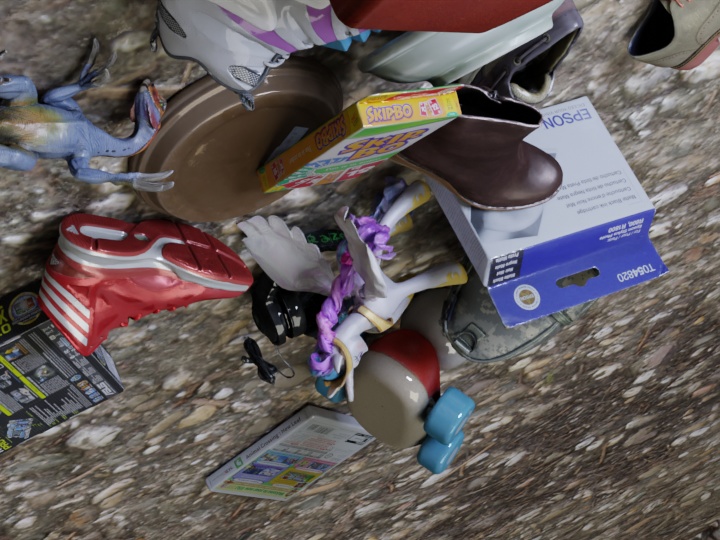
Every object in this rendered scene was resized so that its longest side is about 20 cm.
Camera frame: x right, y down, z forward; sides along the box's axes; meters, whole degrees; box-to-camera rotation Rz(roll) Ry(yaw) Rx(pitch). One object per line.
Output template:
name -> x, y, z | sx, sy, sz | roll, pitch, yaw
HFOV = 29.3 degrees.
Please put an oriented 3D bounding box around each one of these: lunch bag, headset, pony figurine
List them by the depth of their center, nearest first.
pony figurine -> 0.000, 0.000, 1.320 | 0.200, 0.166, 0.194 | -44, 121, -33
headset -> -0.069, 0.035, 1.444 | 0.123, 0.094, 0.201 | -1, 128, -37
lunch bag -> 0.173, 0.017, 1.482 | 0.168, 0.139, 0.200 | -47, 173, 14

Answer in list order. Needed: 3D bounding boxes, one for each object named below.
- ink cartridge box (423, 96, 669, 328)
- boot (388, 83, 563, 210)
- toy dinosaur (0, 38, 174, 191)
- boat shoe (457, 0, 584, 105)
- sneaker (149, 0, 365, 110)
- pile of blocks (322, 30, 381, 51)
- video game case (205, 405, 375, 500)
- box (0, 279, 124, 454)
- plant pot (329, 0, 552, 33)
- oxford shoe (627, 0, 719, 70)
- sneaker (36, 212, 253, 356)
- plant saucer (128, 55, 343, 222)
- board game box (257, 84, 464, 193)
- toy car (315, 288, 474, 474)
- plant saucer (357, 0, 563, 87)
ink cartridge box -> 0.182, -0.062, 1.338 | 0.198, 0.201, 0.041 | -17, 156, -23
boot -> 0.122, -0.107, 1.214 | 0.198, 0.073, 0.166 | 12, 169, -20
toy dinosaur -> -0.230, -0.116, 1.017 | 0.198, 0.106, 0.181 | 4, 177, 19
boat shoe -> 0.142, -0.177, 1.243 | 0.071, 0.065, 0.200 | -16, 153, -30
sneaker -> -0.053, -0.170, 0.980 | 0.198, 0.078, 0.141 | 10, 129, -11
pile of blocks -> 0.007, -0.219, 1.012 | 0.199, 0.082, 0.062 | -31, 149, 3
video game case -> -0.086, 0.248, 1.848 | 0.182, 0.022, 0.200 | -37, 154, 16
box -> -0.330, 0.099, 1.304 | 0.159, 0.044, 0.200 | -27, 154, -2
plant pot -> 0.057, -0.259, 0.875 | 0.199, 0.201, 0.176 | -6, 154, -39
oxford shoe -> 0.320, -0.257, 1.273 | 0.074, 0.071, 0.200 | -6, 146, -29
sneaker -> -0.199, 0.018, 1.227 | 0.199, 0.079, 0.116 | 14, 119, -37
plant saucer -> -0.100, -0.105, 1.177 | 0.199, 0.030, 0.201 | -23, 153, -12
board game box -> -0.001, -0.107, 1.128 | 0.095, 0.030, 0.200 | -11, 170, -31
toy car -> 0.077, 0.096, 1.617 | 0.200, 0.184, 0.177 | -49, 164, -25
plant saucer -> 0.095, -0.189, 1.085 | 0.199, 0.050, 0.200 | -28, -174, 3
